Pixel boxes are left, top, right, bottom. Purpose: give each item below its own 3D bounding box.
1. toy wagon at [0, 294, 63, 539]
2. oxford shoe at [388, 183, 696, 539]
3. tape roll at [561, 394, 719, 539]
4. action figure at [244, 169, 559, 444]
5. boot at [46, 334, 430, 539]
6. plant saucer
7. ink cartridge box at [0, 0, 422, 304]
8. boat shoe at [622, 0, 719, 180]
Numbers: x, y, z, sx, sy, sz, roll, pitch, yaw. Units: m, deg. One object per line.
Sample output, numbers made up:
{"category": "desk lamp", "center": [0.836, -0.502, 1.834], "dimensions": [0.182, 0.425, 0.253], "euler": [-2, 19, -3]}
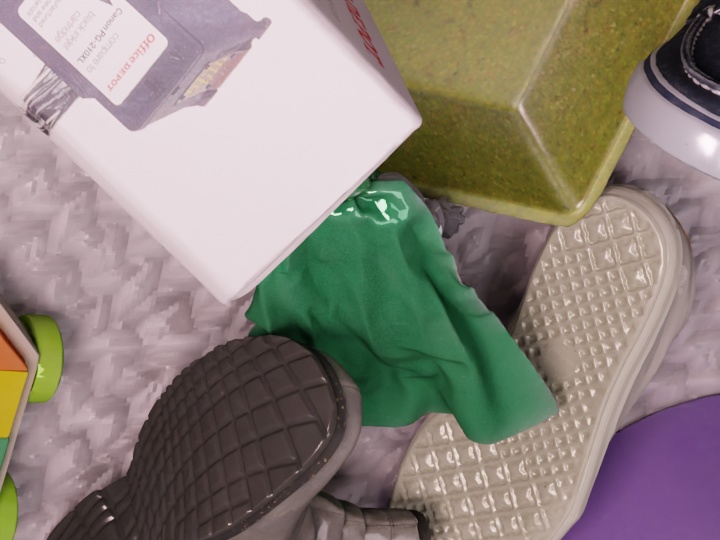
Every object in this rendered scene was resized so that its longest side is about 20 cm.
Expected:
{"category": "toy wagon", "center": [-0.181, 0.039, 0.994], "dimensions": [0.155, 0.040, 0.200], "euler": [3, 121, -30]}
{"category": "oxford shoe", "center": [0.075, 0.051, 1.123], "dimensions": [0.058, 0.075, 0.200], "euler": [-23, 144, -61]}
{"category": "tape roll", "center": [0.156, 0.157, 1.223], "dimensions": [0.199, 0.085, 0.201], "euler": [-14, 128, -19]}
{"category": "action figure", "center": [0.000, 0.000, 1.006], "dimensions": [0.118, 0.055, 0.200], "euler": [-4, 153, 10]}
{"category": "boot", "center": [-0.025, 0.090, 1.073], "dimensions": [0.130, 0.068, 0.200], "euler": [9, 145, -34]}
{"category": "plant saucer", "center": [0.032, -0.125, 0.984], "dimensions": [0.199, 0.048, 0.200], "euler": [11, 117, -33]}
{"category": "ink cartridge box", "center": [-0.084, -0.105, 0.837], "dimensions": [0.084, 0.145, 0.200], "euler": [-41, 114, 9]}
{"category": "boat shoe", "center": [0.153, -0.093, 1.003], "dimensions": [0.091, 0.071, 0.200], "euler": [-66, 169, 23]}
